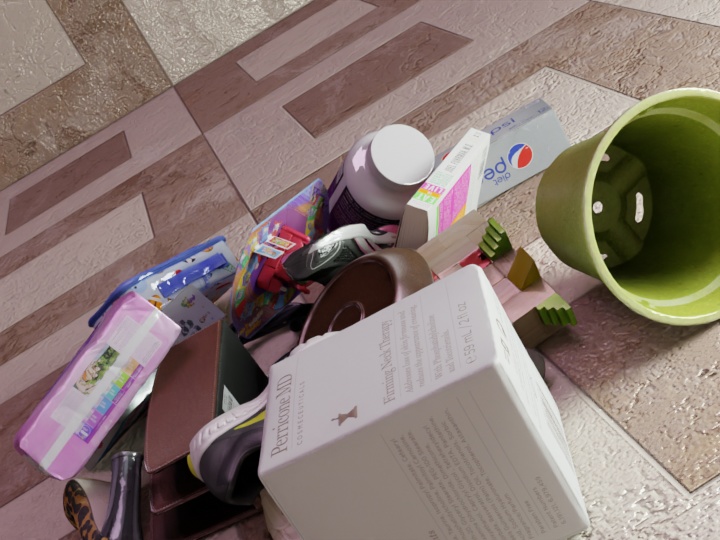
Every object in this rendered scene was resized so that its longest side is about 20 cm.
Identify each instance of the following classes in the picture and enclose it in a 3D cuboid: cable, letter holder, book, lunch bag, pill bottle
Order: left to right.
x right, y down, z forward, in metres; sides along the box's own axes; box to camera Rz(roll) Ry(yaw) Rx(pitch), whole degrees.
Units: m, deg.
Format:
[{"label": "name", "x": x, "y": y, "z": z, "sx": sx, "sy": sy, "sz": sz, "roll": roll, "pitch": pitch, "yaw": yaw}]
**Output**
[{"label": "lunch bag", "x": -0.249, "y": 0.029, "z": 1.551, "sx": 0.200, "sy": 0.076, "sz": 0.160, "roll": -32, "pitch": -7, "yaw": -41}, {"label": "letter holder", "x": -0.176, "y": 0.169, "z": 1.202, "sx": 0.141, "sy": 0.101, "sz": 0.200, "roll": -27, "pitch": 29, "yaw": 13}, {"label": "cable", "x": -0.106, "y": 0.084, "z": 1.386, "sx": 0.162, "sy": 0.051, "sz": 0.200, "roll": -25, "pitch": 22, "yaw": 14}, {"label": "pill bottle", "x": 0.022, "y": -0.092, "z": 1.418, "sx": 0.112, "sy": 0.112, "sz": 0.200, "roll": -42, "pitch": -5, "yaw": -27}, {"label": "book", "x": 0.091, "y": -0.058, "z": 1.315, "sx": 0.048, "sy": 0.134, "sz": 0.200, "roll": 19, "pitch": 35, "yaw": 16}]

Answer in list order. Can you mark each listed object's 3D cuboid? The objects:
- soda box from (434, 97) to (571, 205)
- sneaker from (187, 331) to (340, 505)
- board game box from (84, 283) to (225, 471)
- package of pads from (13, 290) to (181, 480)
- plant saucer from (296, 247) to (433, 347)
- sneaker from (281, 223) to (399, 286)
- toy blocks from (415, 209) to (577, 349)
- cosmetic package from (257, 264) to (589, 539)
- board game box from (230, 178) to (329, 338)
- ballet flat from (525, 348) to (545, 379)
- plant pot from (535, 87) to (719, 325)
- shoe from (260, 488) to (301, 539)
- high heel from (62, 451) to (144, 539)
[{"label": "soda box", "x": 0.161, "y": -0.135, "z": 1.490, "sx": 0.199, "sy": 0.069, "sz": 0.064, "roll": -30, "pitch": 22, "yaw": 4}, {"label": "sneaker", "x": -0.058, "y": 0.138, "z": 1.055, "sx": 0.200, "sy": 0.075, "sz": 0.085, "roll": -40, "pitch": 38, "yaw": -3}, {"label": "board game box", "x": -0.262, "y": 0.125, "z": 1.404, "sx": 0.200, "sy": 0.064, "sz": 0.148, "roll": -48, "pitch": -1, "yaw": -39}, {"label": "package of pads", "x": -0.276, "y": 0.122, "z": 1.229, "sx": 0.201, "sy": 0.076, "sz": 0.120, "roll": -56, "pitch": 13, "yaw": -18}, {"label": "plant saucer", "x": -0.006, "y": 0.061, "z": 1.169, "sx": 0.200, "sy": 0.032, "sz": 0.201, "roll": -36, "pitch": 39, "yaw": 35}, {"label": "sneaker", "x": 0.000, "y": 0.000, "z": 1.306, "sx": 0.080, "sy": 0.087, "sz": 0.199, "roll": -28, "pitch": -12, "yaw": 37}, {"label": "toy blocks", "x": 0.102, "y": 0.032, "z": 1.162, "sx": 0.136, "sy": 0.100, "sz": 0.200, "roll": -35, "pitch": 44, "yaw": -4}, {"label": "cosmetic package", "x": 0.048, "y": 0.135, "z": 0.934, "sx": 0.199, "sy": 0.167, "sz": 0.168, "roll": -27, "pitch": 23, "yaw": 11}, {"label": "board game box", "x": -0.075, "y": -0.005, "z": 1.353, "sx": 0.039, "sy": 0.159, "sz": 0.200, "roll": 24, "pitch": 40, "yaw": 21}, {"label": "ballet flat", "x": 0.072, "y": 0.120, "z": 1.061, "sx": 0.199, "sy": 0.064, "sz": 0.068, "roll": -29, "pitch": 49, "yaw": 8}, {"label": "plant pot", "x": 0.255, "y": -0.059, "z": 1.087, "sx": 0.200, "sy": 0.201, "sz": 0.184, "roll": -35, "pitch": 12, "yaw": -11}, {"label": "shoe", "x": -0.067, "y": 0.196, "z": 1.082, "sx": 0.070, "sy": 0.054, "sz": 0.200, "roll": -34, "pitch": 29, "yaw": 0}, {"label": "high heel", "x": -0.262, "y": 0.277, "z": 1.180, "sx": 0.200, "sy": 0.071, "sz": 0.144, "roll": -44, "pitch": 41, "yaw": 53}]
